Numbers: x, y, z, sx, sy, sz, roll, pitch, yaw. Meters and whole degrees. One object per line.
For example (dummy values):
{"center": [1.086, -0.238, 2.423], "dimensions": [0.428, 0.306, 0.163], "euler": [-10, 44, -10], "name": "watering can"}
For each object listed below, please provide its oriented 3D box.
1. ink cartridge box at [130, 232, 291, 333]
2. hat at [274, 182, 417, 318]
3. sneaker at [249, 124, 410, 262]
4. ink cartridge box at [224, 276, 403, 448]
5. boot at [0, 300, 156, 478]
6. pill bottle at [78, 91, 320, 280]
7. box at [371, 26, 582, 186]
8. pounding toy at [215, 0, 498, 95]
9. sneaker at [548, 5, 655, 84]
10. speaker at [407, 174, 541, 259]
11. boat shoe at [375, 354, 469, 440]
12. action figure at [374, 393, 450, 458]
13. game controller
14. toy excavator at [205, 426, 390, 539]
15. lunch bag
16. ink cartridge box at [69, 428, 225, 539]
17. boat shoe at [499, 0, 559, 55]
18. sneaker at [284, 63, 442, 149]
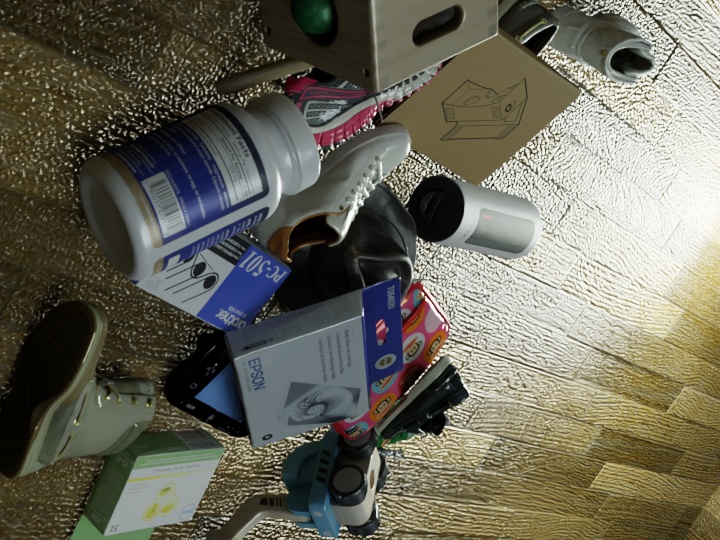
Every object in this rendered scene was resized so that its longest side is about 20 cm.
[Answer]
{"center": [-0.155, -0.005, 1.452], "dimensions": [0.094, 0.044, 0.200], "euler": [-51, 150, 2], "name": "ink cartridge box"}
{"center": [0.000, 0.000, 1.587], "dimensions": [0.199, 0.081, 0.203], "euler": [-16, 122, -28], "name": "hat"}
{"center": [-0.017, -0.073, 1.502], "dimensions": [0.199, 0.085, 0.073], "euler": [-34, 150, -13], "name": "sneaker"}
{"center": [-0.040, 0.104, 1.580], "dimensions": [0.198, 0.041, 0.200], "euler": [-19, 146, -9], "name": "ink cartridge box"}
{"center": [-0.258, 0.109, 1.406], "dimensions": [0.154, 0.072, 0.201], "euler": [-3, 129, -51], "name": "boot"}
{"center": [-0.142, -0.081, 1.303], "dimensions": [0.199, 0.116, 0.116], "euler": [-27, 142, -26], "name": "pill bottle"}
{"center": [0.129, -0.179, 1.567], "dimensions": [0.163, 0.021, 0.199], "euler": [-40, 143, 21], "name": "box"}
{"center": [-0.009, -0.231, 1.305], "dimensions": [0.199, 0.183, 0.143], "euler": [-30, 131, -33], "name": "pounding toy"}
{"center": [0.312, -0.260, 1.746], "dimensions": [0.199, 0.115, 0.074], "euler": [-5, 125, -53], "name": "sneaker"}
{"center": [0.140, -0.063, 1.753], "dimensions": [0.199, 0.081, 0.082], "euler": [10, 114, -56], "name": "speaker"}
{"center": [0.081, 0.175, 1.808], "dimensions": [0.074, 0.066, 0.200], "euler": [-44, 175, -41], "name": "boat shoe"}
{"center": [0.043, 0.212, 1.940], "dimensions": [0.199, 0.055, 0.119], "euler": [-20, 140, -36], "name": "action figure"}
{"center": [-0.141, 0.129, 1.612], "dimensions": [0.105, 0.042, 0.200], "euler": [-51, 149, -1], "name": "game controller"}
{"center": [-0.078, 0.286, 1.808], "dimensions": [0.100, 0.198, 0.196], "euler": [70, 27, -49], "name": "toy excavator"}
{"center": [0.007, 0.091, 1.742], "dimensions": [0.200, 0.082, 0.176], "euler": [-48, 145, -8], "name": "lunch bag"}
{"center": [-0.248, 0.272, 1.613], "dimensions": [0.145, 0.048, 0.201], "euler": [2, 118, -55], "name": "ink cartridge box"}
{"center": [0.139, -0.216, 1.609], "dimensions": [0.202, 0.060, 0.072], "euler": [-51, 151, 1], "name": "boat shoe"}
{"center": [0.008, -0.198, 1.445], "dimensions": [0.200, 0.080, 0.075], "euler": [-40, 118, -33], "name": "sneaker"}
